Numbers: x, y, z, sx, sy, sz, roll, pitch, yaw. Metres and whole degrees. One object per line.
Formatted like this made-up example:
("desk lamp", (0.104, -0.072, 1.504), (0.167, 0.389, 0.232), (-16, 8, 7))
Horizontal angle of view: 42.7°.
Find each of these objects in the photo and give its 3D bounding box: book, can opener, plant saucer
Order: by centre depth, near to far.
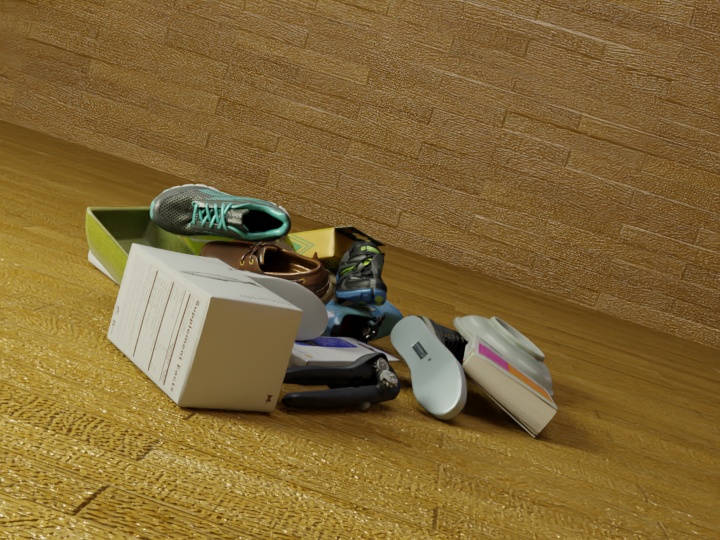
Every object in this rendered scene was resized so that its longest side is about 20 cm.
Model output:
("can opener", (-0.023, 0.135, 1.061), (0.199, 0.078, 0.064), (1, 56, -56))
("plant saucer", (-0.263, 0.005, 1.207), (0.200, 0.048, 0.200), (49, 11, 5))
("book", (0.204, 0.151, 1.291), (0.133, 0.048, 0.200), (39, 8, 5))
("plant saucer", (0.241, 0.125, 1.487), (0.200, 0.050, 0.200), (35, 9, -6))

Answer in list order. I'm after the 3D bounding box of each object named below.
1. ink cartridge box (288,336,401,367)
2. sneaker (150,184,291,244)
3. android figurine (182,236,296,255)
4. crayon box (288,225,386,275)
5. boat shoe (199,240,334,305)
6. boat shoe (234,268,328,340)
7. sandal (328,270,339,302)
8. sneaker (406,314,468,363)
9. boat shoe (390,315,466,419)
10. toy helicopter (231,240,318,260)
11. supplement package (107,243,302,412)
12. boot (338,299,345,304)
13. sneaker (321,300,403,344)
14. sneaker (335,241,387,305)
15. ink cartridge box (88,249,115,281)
("ink cartridge box", (-0.041, 0.114, 1.205), (0.094, 0.037, 0.199), (22, 11, 37))
("sneaker", (-0.183, -0.077, 1.254), (0.198, 0.078, 0.091), (4, 2, -18))
("android figurine", (-0.192, -0.044, 1.414), (0.181, 0.041, 0.200), (4, -32, 21))
("crayon box", (-0.071, -0.025, 1.518), (0.199, 0.051, 0.127), (-7, -16, 29))
("boat shoe", (-0.129, -0.009, 1.235), (0.199, 0.068, 0.072), (16, 50, 20))
("boat shoe", (-0.139, 0.037, 1.176), (0.199, 0.073, 0.066), (14, 2, -19))
("sandal", (-0.079, 0.022, 1.383), (0.077, 0.070, 0.212), (27, 32, 15))
("sneaker", (0.130, 0.116, 1.438), (0.105, 0.075, 0.200), (17, 6, -8))
("boat shoe", (0.109, 0.141, 1.223), (0.091, 0.071, 0.201), (47, 9, -32))
("toy helicopter", (-0.110, 0.029, 1.295), (0.131, 0.079, 0.201), (-16, 45, -7))
("supplement package", (-0.171, 0.059, 0.988), (0.116, 0.118, 0.200), (12, 9, -39))
("boot", (-0.063, 0.043, 1.567), (0.164, 0.066, 0.200), (18, 8, -13))
("sneaker", (-0.001, 0.086, 1.373), (0.090, 0.079, 0.199), (25, 17, 39))
("sneaker", (0.000, 0.000, 1.372), (0.070, 0.083, 0.200), (11, 13, -9))
("ink cartridge box", (-0.283, 0.010, 1.395), (0.199, 0.044, 0.198), (13, 8, -40))
